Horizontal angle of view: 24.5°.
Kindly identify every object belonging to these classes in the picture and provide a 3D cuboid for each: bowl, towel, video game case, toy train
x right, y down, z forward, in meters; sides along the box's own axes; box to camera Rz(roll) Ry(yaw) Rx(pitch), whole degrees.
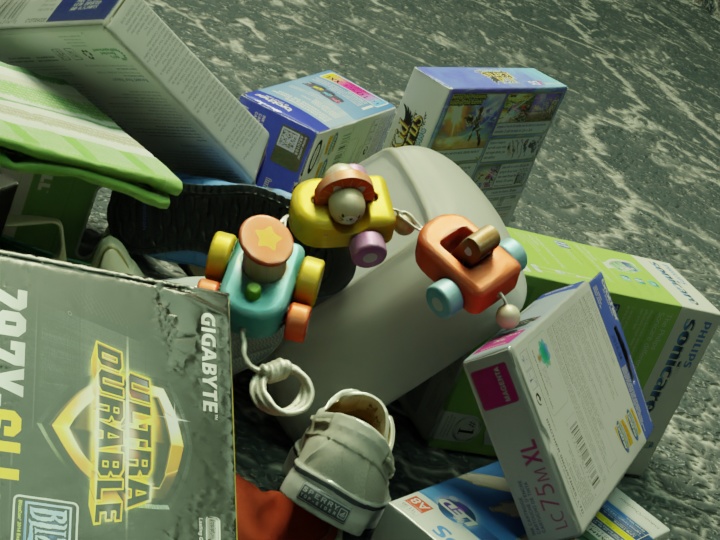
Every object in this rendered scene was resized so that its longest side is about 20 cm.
[{"bbox_3d":[0.000,0.000,1.129,0.075,0.199,0.200,54,7,-31],"label":"bowl"},{"bbox_3d":[-0.214,-0.092,1.030,0.148,0.031,0.200,12,17,-37],"label":"towel"},{"bbox_3d":[0.083,-0.087,1.446,0.045,0.182,0.199,34,24,28],"label":"video game case"},{"bbox_3d":[0.000,-0.004,0.979,0.199,0.056,0.150,-27,60,-29],"label":"toy train"}]

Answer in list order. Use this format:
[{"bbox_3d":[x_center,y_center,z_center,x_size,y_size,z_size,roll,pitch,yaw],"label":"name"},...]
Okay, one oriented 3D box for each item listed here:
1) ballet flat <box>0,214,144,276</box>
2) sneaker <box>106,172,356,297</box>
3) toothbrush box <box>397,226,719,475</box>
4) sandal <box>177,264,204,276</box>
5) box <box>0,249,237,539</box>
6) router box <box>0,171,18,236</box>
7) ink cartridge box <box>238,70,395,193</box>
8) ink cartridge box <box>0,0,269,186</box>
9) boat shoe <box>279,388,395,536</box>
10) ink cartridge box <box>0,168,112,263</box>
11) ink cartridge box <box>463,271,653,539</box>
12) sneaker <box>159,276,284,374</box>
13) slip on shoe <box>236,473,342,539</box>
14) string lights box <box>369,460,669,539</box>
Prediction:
[{"bbox_3d":[-0.195,0.005,1.100,0.198,0.071,0.067,16,21,-19],"label":"ballet flat"},{"bbox_3d":[-0.074,-0.028,1.106,0.199,0.067,0.078,13,9,33],"label":"sneaker"},{"bbox_3d":[0.142,0.059,1.217,0.198,0.147,0.086,11,24,-28],"label":"toothbrush box"},{"bbox_3d":[-0.041,-0.004,1.255,0.198,0.082,0.055,13,9,-18],"label":"sandal"},{"bbox_3d":[-0.144,0.093,0.855,0.158,0.049,0.201,11,55,-22],"label":"box"},{"bbox_3d":[-0.275,0.022,0.870,0.051,0.150,0.200,30,22,16],"label":"router box"},{"bbox_3d":[-0.058,-0.077,1.338,0.076,0.137,0.200,27,21,14],"label":"ink cartridge box"},{"bbox_3d":[-0.155,-0.114,1.165,0.196,0.043,0.200,8,-31,50],"label":"ink cartridge box"},{"bbox_3d":[-0.006,0.106,0.978,0.071,0.070,0.200,29,-2,5],"label":"boat shoe"},{"bbox_3d":[-0.258,-0.060,1.140,0.199,0.104,0.059,10,25,-29],"label":"ink cartridge box"},{"bbox_3d":[0.131,0.080,1.048,0.200,0.042,0.120,-30,100,-61],"label":"ink cartridge box"},{"bbox_3d":[-0.148,0.030,1.037,0.198,0.074,0.071,-4,29,-19],"label":"sneaker"},{"bbox_3d":[-0.096,0.127,0.930,0.199,0.062,0.074,18,19,-21],"label":"slip on shoe"},{"bbox_3d":[0.097,0.174,1.021,0.103,0.059,0.199,37,25,26],"label":"string lights box"}]
